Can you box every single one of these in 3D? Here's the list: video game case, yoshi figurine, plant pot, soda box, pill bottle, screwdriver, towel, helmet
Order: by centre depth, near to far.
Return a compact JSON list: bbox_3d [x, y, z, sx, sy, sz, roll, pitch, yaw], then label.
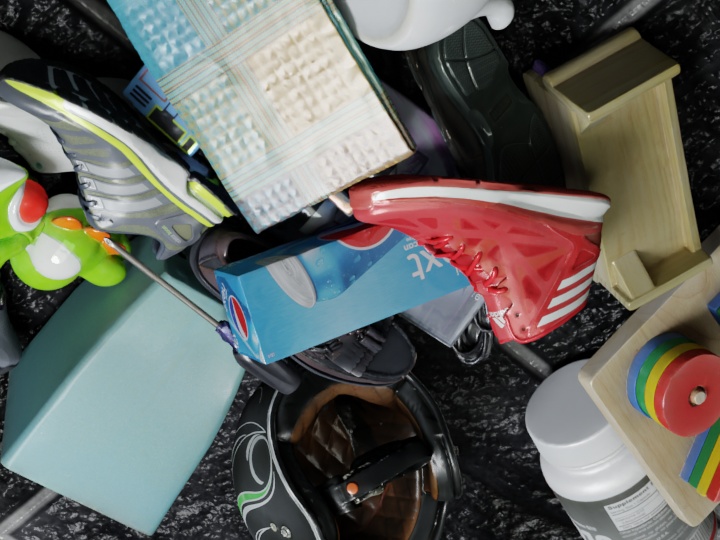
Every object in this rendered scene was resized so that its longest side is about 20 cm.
[{"bbox_3d":[-0.068,-0.136,1.070,0.146,0.022,0.201,-24,107,29],"label":"towel"},{"bbox_3d":[0.000,0.000,1.162,0.198,0.064,0.069,-21,101,-20],"label":"soda box"},{"bbox_3d":[-0.115,0.029,1.194,0.028,0.029,0.200,-12,131,47],"label":"screwdriver"},{"bbox_3d":[-0.269,-0.035,1.200,0.199,0.112,0.113,29,99,-37],"label":"yoshi figurine"},{"bbox_3d":[0.033,-0.048,1.227,0.199,0.019,0.143,33,102,-18],"label":"video game case"},{"bbox_3d":[-0.175,0.072,1.283,0.141,0.142,0.201,29,112,-23],"label":"plant pot"},{"bbox_3d":[-0.015,0.168,1.323,0.197,0.202,0.191,6,154,-6],"label":"helmet"},{"bbox_3d":[0.225,0.177,1.387,0.113,0.114,0.201,-23,125,17],"label":"pill bottle"}]

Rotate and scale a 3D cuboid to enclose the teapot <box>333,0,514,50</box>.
[{"bbox_3d":[0.040,-0.252,1.021,0.145,0.200,0.199,-31,88,-21],"label":"teapot"}]

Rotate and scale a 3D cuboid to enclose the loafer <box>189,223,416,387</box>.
[{"bbox_3d":[-0.038,0.030,1.210,0.199,0.072,0.063,32,167,-17],"label":"loafer"}]

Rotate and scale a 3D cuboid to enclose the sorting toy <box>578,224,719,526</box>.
[{"bbox_3d":[0.304,0.089,1.287,0.199,0.069,0.200,-44,123,-7],"label":"sorting toy"}]

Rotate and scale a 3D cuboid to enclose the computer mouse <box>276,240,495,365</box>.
[{"bbox_3d":[0.014,0.005,1.282,0.197,0.053,0.140,0,111,-9],"label":"computer mouse"}]

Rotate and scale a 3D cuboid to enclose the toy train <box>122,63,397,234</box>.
[{"bbox_3d":[-0.069,-0.111,1.145,0.200,0.087,0.114,41,112,-8],"label":"toy train"}]

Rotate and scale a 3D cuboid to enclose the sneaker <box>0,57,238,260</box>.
[{"bbox_3d":[-0.179,-0.073,1.126,0.199,0.074,0.081,37,103,-29],"label":"sneaker"}]

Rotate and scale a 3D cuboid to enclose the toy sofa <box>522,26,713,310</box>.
[{"bbox_3d":[0.197,-0.080,1.213,0.082,0.098,0.201,-28,128,-10],"label":"toy sofa"}]

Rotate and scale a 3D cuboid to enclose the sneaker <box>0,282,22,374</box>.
[{"bbox_3d":[-0.309,-0.002,1.261,0.087,0.075,0.201,-24,125,11],"label":"sneaker"}]

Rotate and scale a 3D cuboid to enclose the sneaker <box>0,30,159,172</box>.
[{"bbox_3d":[-0.244,-0.112,1.178,0.198,0.076,0.089,20,138,-18],"label":"sneaker"}]

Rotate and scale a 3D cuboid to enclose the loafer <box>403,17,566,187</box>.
[{"bbox_3d":[0.092,-0.105,1.184,0.072,0.063,0.201,-41,119,-25],"label":"loafer"}]

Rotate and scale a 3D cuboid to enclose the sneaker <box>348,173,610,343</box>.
[{"bbox_3d":[0.084,-0.005,1.120,0.198,0.078,0.117,3,94,-18],"label":"sneaker"}]
